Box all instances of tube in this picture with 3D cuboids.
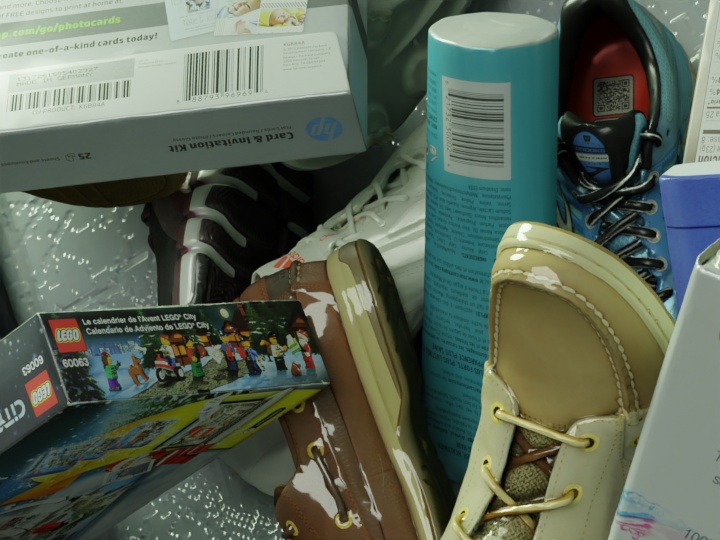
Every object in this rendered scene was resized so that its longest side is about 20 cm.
[{"bbox_3d":[0.051,0.000,1.127,0.077,0.050,0.201,25,121,48],"label":"tube"}]

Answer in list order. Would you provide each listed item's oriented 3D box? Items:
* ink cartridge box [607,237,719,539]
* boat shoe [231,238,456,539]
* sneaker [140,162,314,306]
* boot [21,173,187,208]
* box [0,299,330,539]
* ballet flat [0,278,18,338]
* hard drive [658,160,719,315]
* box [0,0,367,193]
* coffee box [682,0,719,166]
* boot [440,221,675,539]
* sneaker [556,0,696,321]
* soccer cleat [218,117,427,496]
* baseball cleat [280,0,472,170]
[{"bbox_3d":[0.166,0.097,0.991,0.145,0.087,0.201,23,116,18],"label":"ink cartridge box"},{"bbox_3d":[0.000,0.091,1.130,0.067,0.072,0.201,-15,88,8],"label":"boat shoe"},{"bbox_3d":[-0.082,-0.039,1.263,0.115,0.076,0.201,-7,58,32],"label":"sneaker"},{"bbox_3d":[-0.130,-0.111,1.251,0.200,0.072,0.155,9,63,39],"label":"boot"},{"bbox_3d":[-0.127,0.073,1.100,0.200,0.136,0.038,-34,69,37],"label":"box"},{"bbox_3d":[-0.211,-0.022,1.316,0.073,0.073,0.200,-34,58,11],"label":"ballet flat"},{"bbox_3d":[0.186,0.057,1.034,0.132,0.025,0.201,-3,105,27],"label":"hard drive"},{"bbox_3d":[-0.076,-0.127,1.180,0.155,0.041,0.200,-6,52,7],"label":"box"},{"bbox_3d":[0.191,-0.105,1.114,0.079,0.114,0.201,3,72,27],"label":"coffee box"},{"bbox_3d":[0.054,0.093,1.029,0.073,0.200,0.156,23,59,25],"label":"boot"},{"bbox_3d":[0.097,-0.025,1.138,0.078,0.090,0.201,-10,66,14],"label":"sneaker"},{"bbox_3d":[0.000,0.000,1.184,0.200,0.077,0.069,-61,15,-4],"label":"soccer cleat"},{"bbox_3d":[0.004,-0.124,1.239,0.106,0.070,0.200,16,57,45],"label":"baseball cleat"}]
